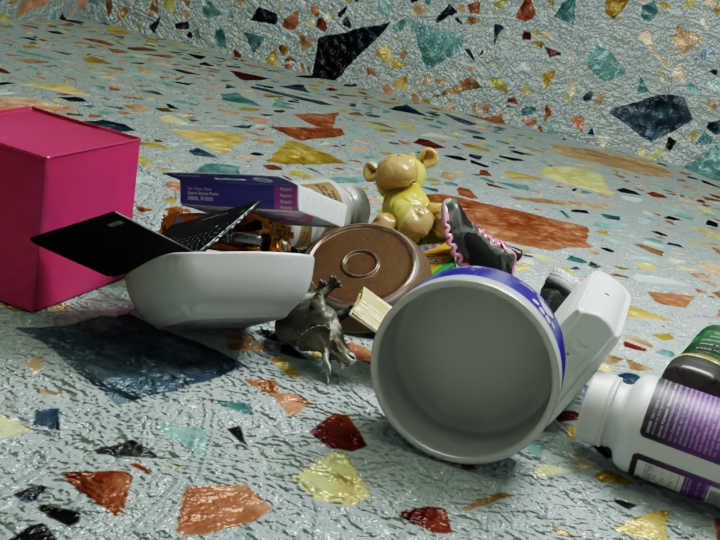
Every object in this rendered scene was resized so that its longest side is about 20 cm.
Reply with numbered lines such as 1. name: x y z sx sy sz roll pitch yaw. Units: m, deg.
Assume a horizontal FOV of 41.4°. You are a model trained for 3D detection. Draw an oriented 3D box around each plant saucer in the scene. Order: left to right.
1. plant saucer: 0.000 0.000 1.333 0.199 0.035 0.201 -3 48 3

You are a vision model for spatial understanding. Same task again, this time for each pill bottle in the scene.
1. pill bottle: -0.080 -0.094 1.573 0.114 0.115 0.200 26 24 36
2. pill bottle: 0.342 0.180 1.038 0.199 0.112 0.111 19 21 21

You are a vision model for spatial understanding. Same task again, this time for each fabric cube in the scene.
1. fabric cube: -0.430 -0.090 1.248 0.199 0.200 0.196 18 21 20

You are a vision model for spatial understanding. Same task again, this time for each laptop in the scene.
1. laptop: -0.257 -0.059 1.152 0.177 0.103 0.200 -10 25 40

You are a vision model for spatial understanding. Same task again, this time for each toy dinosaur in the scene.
1. toy dinosaur: -0.069 0.061 1.199 0.102 0.077 0.200 -40 30 -24

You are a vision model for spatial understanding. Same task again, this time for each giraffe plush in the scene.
1. giraffe plush: 0.074 -0.119 1.545 0.172 0.163 0.200 -5 -9 -12

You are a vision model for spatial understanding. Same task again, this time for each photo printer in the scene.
1. photo printer: 0.260 0.090 1.174 0.069 0.167 0.200 37 23 7

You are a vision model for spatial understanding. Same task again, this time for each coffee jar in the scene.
1. coffee jar: 0.439 0.142 1.210 0.085 0.105 0.200 18 20 28

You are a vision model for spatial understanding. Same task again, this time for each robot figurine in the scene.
1. robot figurine: -0.184 -0.051 1.371 0.199 0.058 0.145 6 -6 32

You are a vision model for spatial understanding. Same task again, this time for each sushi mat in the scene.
1. sushi mat: 0.075 0.094 1.177 0.200 0.012 0.096 35 19 -1

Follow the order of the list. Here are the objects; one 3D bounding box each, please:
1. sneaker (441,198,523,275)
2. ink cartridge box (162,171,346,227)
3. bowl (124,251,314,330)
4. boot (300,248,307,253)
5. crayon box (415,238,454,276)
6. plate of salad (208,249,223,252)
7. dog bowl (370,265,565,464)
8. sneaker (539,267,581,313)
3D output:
1. sneaker: 0.185 -0.025 1.393 0.095 0.200 0.079 -25 15 14
2. ink cartridge box: -0.149 -0.097 1.359 0.196 0.043 0.200 5 -4 26
3. bowl: -0.171 0.029 1.161 0.199 0.075 0.200 -1 -8 -32
4. boot: -0.056 -0.023 1.451 0.097 0.075 0.200 12 21 -6
5. crayon box: 0.082 0.000 1.443 0.127 0.051 0.200 -8 18 6
6. plate of salad: -0.216 -0.003 1.328 0.199 0.048 0.200 9 -4 1
7. dog bowl: 0.116 0.098 1.013 0.199 0.201 0.079 16 17 15
8. sneaker: 0.269 0.074 1.353 0.075 0.114 0.200 38 -6 24
